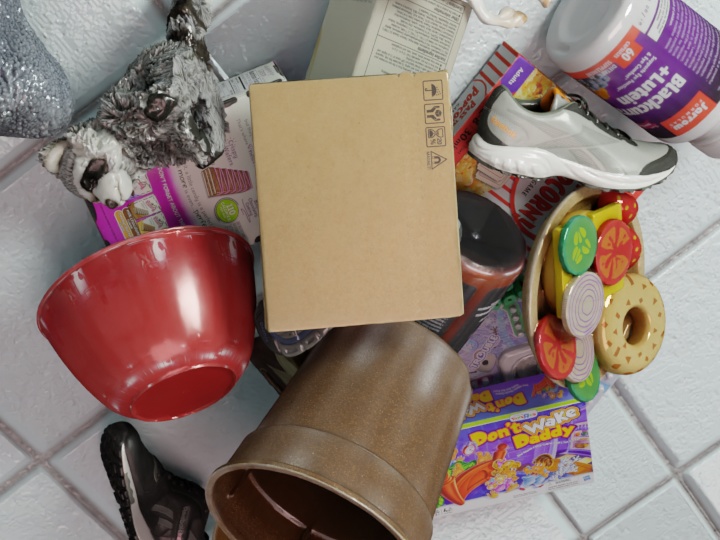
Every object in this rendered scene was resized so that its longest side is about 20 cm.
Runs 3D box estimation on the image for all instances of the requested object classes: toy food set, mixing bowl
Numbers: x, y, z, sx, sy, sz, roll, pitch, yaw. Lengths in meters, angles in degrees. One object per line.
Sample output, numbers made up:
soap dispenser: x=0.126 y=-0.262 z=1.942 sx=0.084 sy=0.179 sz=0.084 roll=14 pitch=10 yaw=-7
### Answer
toy food set: x=0.215 y=0.019 z=1.179 sx=0.198 sy=0.049 sz=0.201 roll=-23 pitch=115 yaw=-43
mixing bowl: x=-0.169 y=0.061 z=1.109 sx=0.199 sy=0.109 sz=0.200 roll=-20 pitch=154 yaw=-10

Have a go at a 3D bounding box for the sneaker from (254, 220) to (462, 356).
sneaker: x=0.000 y=0.000 z=1.102 sx=0.200 sy=0.087 sz=0.075 roll=-28 pitch=92 yaw=18

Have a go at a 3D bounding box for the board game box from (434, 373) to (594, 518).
board game box: x=0.133 y=0.181 z=1.309 sx=0.199 sy=0.045 sz=0.135 roll=-13 pitch=130 yaw=2

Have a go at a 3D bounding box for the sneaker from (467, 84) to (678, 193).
sneaker: x=0.198 y=-0.118 z=1.143 sx=0.199 sy=0.074 sz=0.080 roll=7 pitch=109 yaw=-18

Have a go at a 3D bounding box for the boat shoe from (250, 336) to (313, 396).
boat shoe: x=-0.042 y=0.128 z=1.265 sx=0.072 sy=0.072 sz=0.200 roll=-17 pitch=132 yaw=28

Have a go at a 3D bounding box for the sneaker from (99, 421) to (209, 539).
sneaker: x=-0.196 y=0.221 z=1.269 sx=0.087 sy=0.076 sz=0.201 roll=-23 pitch=124 yaw=-20

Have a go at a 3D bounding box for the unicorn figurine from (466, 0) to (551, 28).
unicorn figurine: x=0.100 y=-0.264 z=1.059 sx=0.137 sy=0.201 sz=0.074 roll=21 pitch=143 yaw=-24

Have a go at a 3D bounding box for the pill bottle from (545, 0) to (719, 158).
pill bottle: x=0.276 y=-0.185 z=1.161 sx=0.200 sy=0.111 sz=0.112 roll=29 pitch=105 yaw=-25

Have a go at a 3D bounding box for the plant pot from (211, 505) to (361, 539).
plant pot: x=-0.017 y=0.290 z=1.294 sx=0.186 sy=0.187 sz=0.200 roll=-48 pitch=136 yaw=11

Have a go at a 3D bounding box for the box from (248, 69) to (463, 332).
box: x=-0.003 y=-0.056 z=1.029 sx=0.163 sy=0.021 sz=0.201 roll=-5 pitch=96 yaw=-4

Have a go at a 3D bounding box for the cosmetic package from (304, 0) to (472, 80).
cosmetic package: x=0.010 y=-0.150 z=1.088 sx=0.105 sy=0.071 sz=0.201 roll=17 pitch=93 yaw=-38

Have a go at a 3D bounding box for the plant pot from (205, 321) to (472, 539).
plant pot: x=-0.004 y=0.154 z=1.119 sx=0.200 sy=0.199 sz=0.201 roll=17 pitch=142 yaw=14

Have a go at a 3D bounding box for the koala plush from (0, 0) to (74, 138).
koala plush: x=-0.303 y=-0.204 z=0.960 sx=0.183 sy=0.177 sz=0.201 roll=5 pitch=98 yaw=4

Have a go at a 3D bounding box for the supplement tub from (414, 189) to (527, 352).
supplement tub: x=0.064 y=0.025 z=1.189 sx=0.107 sy=0.107 sz=0.200 roll=14 pitch=135 yaw=-21

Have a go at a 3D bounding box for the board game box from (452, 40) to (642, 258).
board game box: x=0.164 y=-0.097 z=1.211 sx=0.200 sy=0.046 sz=0.152 roll=32 pitch=104 yaw=-27

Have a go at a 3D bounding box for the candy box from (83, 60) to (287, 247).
candy box: x=-0.140 y=-0.082 z=1.127 sx=0.199 sy=0.061 sz=0.137 roll=-21 pitch=119 yaw=-4

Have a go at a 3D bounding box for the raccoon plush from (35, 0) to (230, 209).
raccoon plush: x=-0.183 y=-0.137 z=1.048 sx=0.133 sy=0.201 sz=0.097 roll=-14 pitch=134 yaw=19

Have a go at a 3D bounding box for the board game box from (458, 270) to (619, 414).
board game box: x=0.175 y=0.101 z=1.299 sx=0.199 sy=0.026 sz=0.200 roll=18 pitch=124 yaw=-23
